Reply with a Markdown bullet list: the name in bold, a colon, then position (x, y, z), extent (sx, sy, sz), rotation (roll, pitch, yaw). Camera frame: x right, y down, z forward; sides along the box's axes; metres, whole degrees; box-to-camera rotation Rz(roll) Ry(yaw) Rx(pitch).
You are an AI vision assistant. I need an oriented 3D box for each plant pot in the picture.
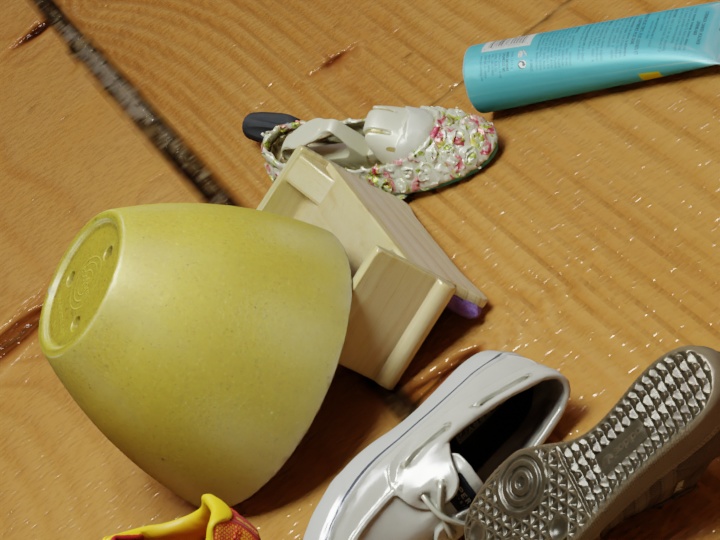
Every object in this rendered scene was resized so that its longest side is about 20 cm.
- **plant pot**: position (-0.121, 0.036, 1.354), extent (0.200, 0.142, 0.201), rotation (-40, 36, 38)

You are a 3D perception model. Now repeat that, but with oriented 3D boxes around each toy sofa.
- **toy sofa**: position (0.000, 0.000, 1.433), extent (0.083, 0.097, 0.200), rotation (-57, 29, 11)

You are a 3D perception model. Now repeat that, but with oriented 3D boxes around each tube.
- **tube**: position (0.171, -0.154, 1.503), extent (0.199, 0.050, 0.078), rotation (-9, 43, 29)

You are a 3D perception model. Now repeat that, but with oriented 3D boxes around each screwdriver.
- **screwdriver**: position (-0.025, -0.106, 1.639), extent (0.200, 0.029, 0.028), rotation (8, 51, 50)

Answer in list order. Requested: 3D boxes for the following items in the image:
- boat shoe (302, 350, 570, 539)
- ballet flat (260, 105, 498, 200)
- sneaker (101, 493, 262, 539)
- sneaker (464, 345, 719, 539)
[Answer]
- **boat shoe**: position (0.047, 0.125, 1.215), extent (0.200, 0.072, 0.066), rotation (-41, 26, -26)
- **ballet flat**: position (0.005, -0.089, 1.550), extent (0.199, 0.064, 0.076), rotation (-10, 49, 36)
- **sneaker**: position (-0.155, 0.199, 1.296), extent (0.200, 0.077, 0.073), rotation (-33, 32, 6)
- **sneaker**: position (0.144, 0.115, 1.143), extent (0.200, 0.075, 0.071), rotation (-40, 50, 34)
